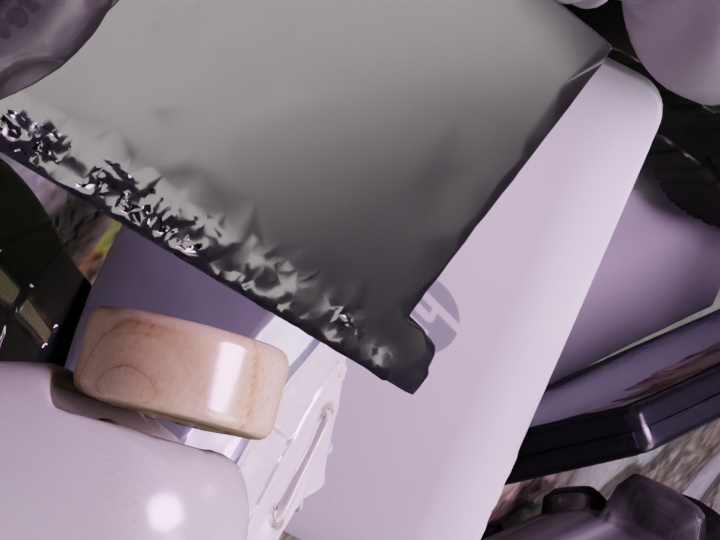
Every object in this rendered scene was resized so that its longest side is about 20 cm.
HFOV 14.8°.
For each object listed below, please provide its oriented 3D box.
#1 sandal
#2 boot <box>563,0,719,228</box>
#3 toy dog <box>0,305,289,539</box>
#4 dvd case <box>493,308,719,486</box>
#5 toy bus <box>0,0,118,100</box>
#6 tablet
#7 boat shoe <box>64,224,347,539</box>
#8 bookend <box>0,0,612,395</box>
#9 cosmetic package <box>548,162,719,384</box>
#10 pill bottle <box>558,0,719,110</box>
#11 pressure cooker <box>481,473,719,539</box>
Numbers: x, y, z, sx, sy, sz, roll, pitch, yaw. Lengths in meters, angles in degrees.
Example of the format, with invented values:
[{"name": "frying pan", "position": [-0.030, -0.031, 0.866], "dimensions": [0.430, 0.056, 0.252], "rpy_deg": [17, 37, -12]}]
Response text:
[{"name": "sandal", "position": [-0.104, 0.033, 0.788], "dimensions": [0.080, 0.057, 0.201], "rpy_deg": [-57, 143, -32]}, {"name": "boot", "position": [0.126, -0.094, 0.862], "dimensions": [0.200, 0.077, 0.139], "rpy_deg": [32, 66, -47]}, {"name": "toy dog", "position": [-0.105, 0.046, 0.671], "dimensions": [0.132, 0.200, 0.096], "rpy_deg": [-57, 172, -9]}, {"name": "dvd case", "position": [0.111, 0.032, 0.916], "dimensions": [0.200, 0.018, 0.142], "rpy_deg": [-21, -179, -38]}, {"name": "toy bus", "position": [-0.093, -0.134, 0.459], "dimensions": [0.200, 0.192, 0.136], "rpy_deg": [-56, -172, 8]}, {"name": "tablet", "position": [0.000, 0.000, 0.824], "dimensions": [0.014, 0.130, 0.200], "rpy_deg": [-49, 164, -53]}, {"name": "boat shoe", "position": [-0.039, 0.041, 0.772], "dimensions": [0.070, 0.071, 0.201], "rpy_deg": [45, 63, -53]}, {"name": "bookend", "position": [-0.012, -0.106, 0.631], "dimensions": [0.198, 0.092, 0.200], "rpy_deg": [31, 99, -43]}, {"name": "cosmetic package", "position": [0.052, -0.024, 0.926], "dimensions": [0.200, 0.081, 0.113], "rpy_deg": [-22, 141, -43]}, {"name": "pill bottle", "position": [0.135, -0.093, 0.740], "dimensions": [0.199, 0.120, 0.120], "rpy_deg": [15, 122, -14]}, {"name": "pressure cooker", "position": [0.086, 0.188, 1.160], "dimensions": [0.176, 0.179, 0.200], "rpy_deg": [-30, 171, 40]}]
